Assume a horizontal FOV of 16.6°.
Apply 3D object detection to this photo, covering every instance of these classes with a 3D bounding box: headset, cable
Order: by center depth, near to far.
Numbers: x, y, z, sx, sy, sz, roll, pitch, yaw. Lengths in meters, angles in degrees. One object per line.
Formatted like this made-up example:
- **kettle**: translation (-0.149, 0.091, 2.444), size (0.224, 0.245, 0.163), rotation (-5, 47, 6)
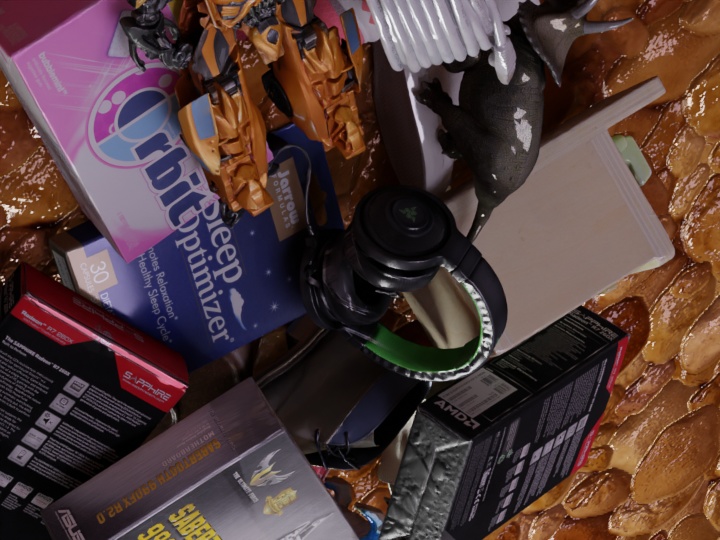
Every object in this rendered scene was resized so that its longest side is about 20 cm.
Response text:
- **cable**: translation (0.021, -0.213, 1.408), size (0.069, 0.200, 0.200), rotation (-19, 158, 7)
- **headset**: translation (0.000, 0.000, 1.559), size (0.123, 0.200, 0.094), rotation (-36, -166, 47)

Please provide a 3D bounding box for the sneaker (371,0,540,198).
- **sneaker**: translation (0.069, -0.137, 1.603), size (0.115, 0.074, 0.200), rotation (-23, 135, -19)

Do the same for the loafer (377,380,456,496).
- **loafer**: translation (0.050, 0.127, 1.782), size (0.200, 0.076, 0.068), rotation (72, 37, -57)

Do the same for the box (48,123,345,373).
- **box**: translation (-0.093, -0.007, 1.585), size (0.200, 0.032, 0.121), rotation (-28, 121, -22)

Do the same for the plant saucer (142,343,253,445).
- **plant saucer**: translation (-0.151, 0.099, 1.654), size (0.200, 0.034, 0.201), rotation (-22, 135, -25)

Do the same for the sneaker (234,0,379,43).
- **sneaker**: translation (-0.052, -0.177, 1.468), size (0.087, 0.074, 0.200), rotation (-42, 140, 0)

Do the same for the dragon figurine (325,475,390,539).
- **dragon figurine**: translation (-0.004, 0.210, 1.780), size (0.059, 0.200, 0.100), rotation (-12, 111, -58)

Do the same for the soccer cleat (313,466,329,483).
- **soccer cleat**: translation (-0.046, 0.136, 1.739), size (0.200, 0.073, 0.068), rotation (-46, 140, -2)

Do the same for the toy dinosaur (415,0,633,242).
- **toy dinosaur**: translation (0.082, -0.099, 1.524), size (0.077, 0.102, 0.200), rotation (8, 109, -35)

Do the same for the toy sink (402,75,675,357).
- **toy sink**: translation (0.132, -0.029, 1.674), size (0.200, 0.112, 0.130), rotation (-32, -176, -15)

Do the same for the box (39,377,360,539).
- **box**: translation (-0.098, 0.167, 1.587), size (0.158, 0.048, 0.200), rotation (-32, 150, -3)

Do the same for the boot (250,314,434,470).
- **boot**: translation (-0.037, 0.110, 1.665), size (0.200, 0.097, 0.075), rotation (-53, 157, -17)

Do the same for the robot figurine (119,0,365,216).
- **robot figurine**: translation (-0.058, -0.133, 1.404), size (0.145, 0.058, 0.200), rotation (-33, 139, -17)

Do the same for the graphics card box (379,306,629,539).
- **graphics card box**: translation (0.101, 0.116, 1.705), size (0.200, 0.051, 0.126), rotation (-31, 145, -46)

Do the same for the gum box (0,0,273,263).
- **gum box**: translation (-0.137, -0.106, 1.461), size (0.113, 0.066, 0.200), rotation (-35, 139, -10)

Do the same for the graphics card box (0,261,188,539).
- **graphics card box**: translation (-0.215, 0.104, 1.539), size (0.125, 0.051, 0.200), rotation (31, 109, -23)
